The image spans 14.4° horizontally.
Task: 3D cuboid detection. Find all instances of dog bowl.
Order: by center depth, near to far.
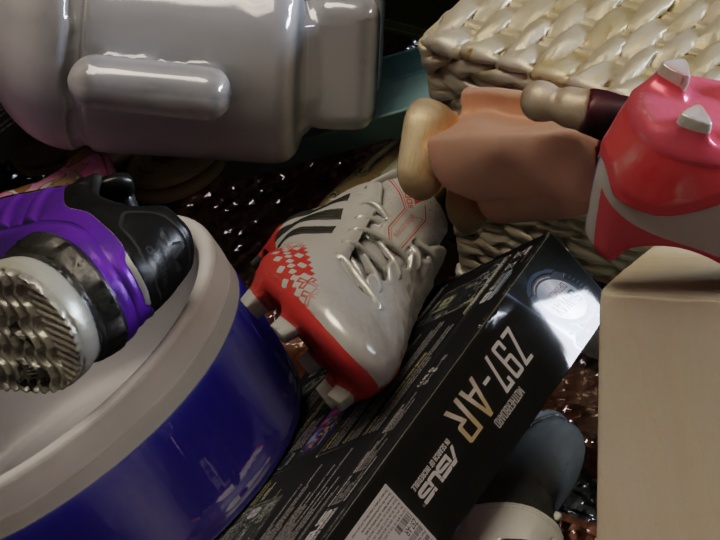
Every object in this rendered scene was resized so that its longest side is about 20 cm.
[{"bbox_3d":[-0.127,0.068,1.210,0.200,0.079,0.200,-27,25,14],"label":"dog bowl"}]

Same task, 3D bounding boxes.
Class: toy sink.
[{"bbox_3d":[0.166,0.096,1.093,0.130,0.200,0.112,3,12,19],"label":"toy sink"}]

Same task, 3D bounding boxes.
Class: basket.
[{"bbox_3d":[0.163,-0.071,1.277,0.198,0.161,0.200,20,48,37],"label":"basket"}]

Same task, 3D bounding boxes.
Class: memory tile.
[{"bbox_3d":[-0.109,-0.094,1.473,0.200,0.017,0.153,12,45,46],"label":"memory tile"}]

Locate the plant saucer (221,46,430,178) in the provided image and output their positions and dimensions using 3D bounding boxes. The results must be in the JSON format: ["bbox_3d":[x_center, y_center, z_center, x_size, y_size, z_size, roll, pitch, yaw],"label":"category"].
[{"bbox_3d":[0.004,-0.081,1.381,0.200,0.019,0.070,-13,29,53],"label":"plant saucer"}]

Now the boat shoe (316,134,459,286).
[{"bbox_3d":[0.059,-0.070,1.380,0.063,0.073,0.201,25,60,33],"label":"boat shoe"}]

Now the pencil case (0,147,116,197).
[{"bbox_3d":[-0.200,0.010,1.355,0.200,0.083,0.087,-20,5,-6],"label":"pencil case"}]

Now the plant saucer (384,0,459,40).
[{"bbox_3d":[0.004,-0.165,1.403,0.200,0.200,0.048,14,76,-12],"label":"plant saucer"}]

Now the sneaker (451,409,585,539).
[{"bbox_3d":[0.057,0.141,1.134,0.088,0.074,0.200,22,51,18],"label":"sneaker"}]

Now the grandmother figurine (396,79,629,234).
[{"bbox_3d":[0.108,-0.046,1.132,0.200,0.121,0.061,1,76,41],"label":"grandmother figurine"}]

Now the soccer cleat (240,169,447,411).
[{"bbox_3d":[0.000,0.000,1.188,0.085,0.069,0.200,-39,9,4],"label":"soccer cleat"}]

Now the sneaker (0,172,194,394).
[{"bbox_3d":[-0.136,-0.001,1.184,0.100,0.070,0.200,-38,25,-28],"label":"sneaker"}]

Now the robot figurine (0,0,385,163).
[{"bbox_3d":[-0.090,-0.110,1.331,0.200,0.113,0.170,3,20,2],"label":"robot figurine"}]

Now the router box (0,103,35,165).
[{"bbox_3d":[-0.212,-0.093,1.441,0.157,0.052,0.200,-6,25,36],"label":"router box"}]

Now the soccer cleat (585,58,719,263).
[{"bbox_3d":[0.179,-0.024,1.042,0.200,0.077,0.067,10,40,-17],"label":"soccer cleat"}]

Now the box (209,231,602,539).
[{"bbox_3d":[-0.002,0.082,1.167,0.160,0.044,0.200,-27,19,50],"label":"box"}]
